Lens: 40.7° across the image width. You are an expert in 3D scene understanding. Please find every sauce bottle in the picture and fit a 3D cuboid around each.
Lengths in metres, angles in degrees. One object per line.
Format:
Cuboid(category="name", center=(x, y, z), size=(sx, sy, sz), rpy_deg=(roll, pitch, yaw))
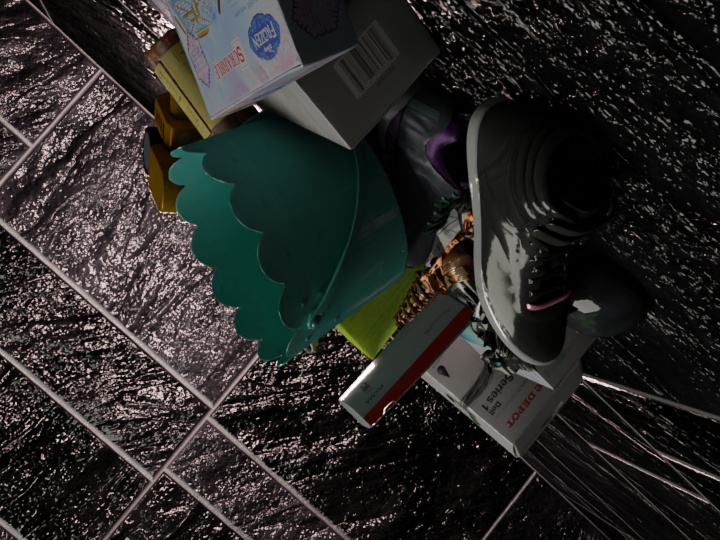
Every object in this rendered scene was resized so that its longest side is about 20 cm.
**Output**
Cuboid(category="sauce bottle", center=(-0.138, -0.155, 0.996), size=(0.201, 0.066, 0.066), rpy_deg=(55, 173, -3))

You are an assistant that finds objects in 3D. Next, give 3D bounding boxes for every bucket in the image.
Cuboid(category="bucket", center=(-0.061, -0.039, 0.834), size=(0.208, 0.133, 0.209), rpy_deg=(48, 155, 31))

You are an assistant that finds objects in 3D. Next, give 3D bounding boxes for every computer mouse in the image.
Cuboid(category="computer mouse", center=(0.193, 0.024, 0.908), size=(0.138, 0.053, 0.200), rpy_deg=(44, 174, -14))

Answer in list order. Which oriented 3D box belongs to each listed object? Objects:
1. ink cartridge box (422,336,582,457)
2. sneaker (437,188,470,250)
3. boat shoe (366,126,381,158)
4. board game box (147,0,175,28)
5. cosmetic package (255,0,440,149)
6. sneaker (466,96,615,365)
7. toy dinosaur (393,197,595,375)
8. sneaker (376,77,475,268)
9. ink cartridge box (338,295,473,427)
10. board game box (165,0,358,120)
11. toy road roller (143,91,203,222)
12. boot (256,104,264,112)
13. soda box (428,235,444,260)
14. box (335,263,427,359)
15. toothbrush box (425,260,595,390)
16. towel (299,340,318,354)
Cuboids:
Cuboid(category="ink cartridge box", center=(0.174, 0.123, 1.278), size=(0.199, 0.147, 0.084), rpy_deg=(38, 172, 24))
Cuboid(category="sneaker", center=(0.097, -0.053, 0.907), size=(0.087, 0.074, 0.200), rpy_deg=(48, 172, -11))
Cuboid(category="boat shoe", center=(0.000, -0.140, 0.898), size=(0.201, 0.073, 0.074), rpy_deg=(50, 167, -21))
Cuboid(category="board game box", center=(-0.193, -0.310, 1.004), size=(0.165, 0.057, 0.200), rpy_deg=(46, 174, -16))
Cuboid(category="cosmetic package", center=(-0.044, -0.178, 0.749), size=(0.090, 0.107, 0.200), rpy_deg=(46, 174, -34))
Cuboid(category="sneaker", center=(0.129, -0.016, 0.671), size=(0.099, 0.070, 0.204), rpy_deg=(26, 131, 61))
Cuboid(category="toy dinosaur", center=(0.111, 0.004, 0.805), size=(0.137, 0.102, 0.199), rpy_deg=(56, 148, -9))
Cuboid(category="sneaker", center=(0.061, -0.065, 0.831), size=(0.087, 0.074, 0.202), rpy_deg=(27, 146, 27))
Cuboid(category="ink cartridge box", center=(0.047, 0.089, 1.006), size=(0.047, 0.160, 0.200), rpy_deg=(43, 172, 5))
Cuboid(category="board game box", center=(-0.088, -0.208, 0.600), size=(0.199, 0.041, 0.203), rpy_deg=(2, 114, 67))
Cuboid(category="toy road roller", center=(-0.171, -0.153, 1.073), size=(0.121, 0.148, 0.200), rpy_deg=(-2, -151, -21))
Cuboid(category="boot", center=(-0.068, -0.143, 1.021), size=(0.201, 0.071, 0.168), rpy_deg=(64, -172, -56))
Cuboid(category="soda box", center=(0.035, -0.085, 1.096), size=(0.199, 0.064, 0.068), rpy_deg=(35, 171, 43))
Cuboid(category="box", center=(0.000, 0.000, 1.031), size=(0.047, 0.122, 0.200), rpy_deg=(33, 170, 35))
Cuboid(category="toothbrush box", center=(0.158, 0.042, 1.105), size=(0.146, 0.086, 0.200), rpy_deg=(44, 172, -14))
Cuboid(category="towel", center=(-0.061, -0.017, 1.071), size=(0.034, 0.201, 0.134), rpy_deg=(-8, 124, 21))
